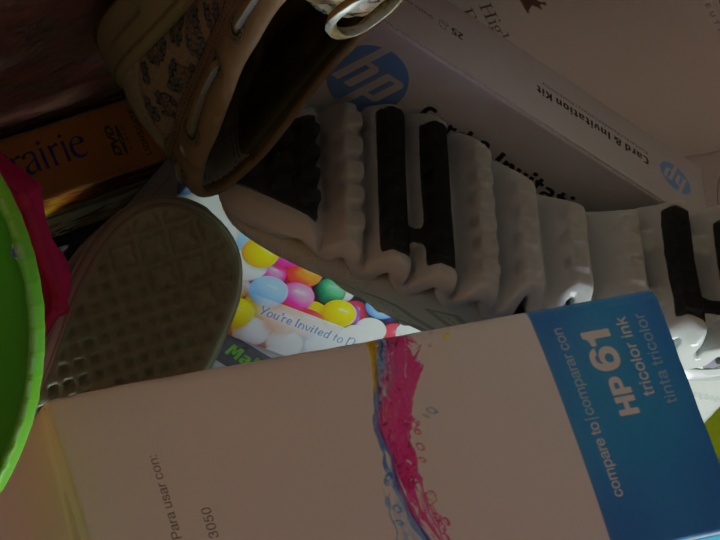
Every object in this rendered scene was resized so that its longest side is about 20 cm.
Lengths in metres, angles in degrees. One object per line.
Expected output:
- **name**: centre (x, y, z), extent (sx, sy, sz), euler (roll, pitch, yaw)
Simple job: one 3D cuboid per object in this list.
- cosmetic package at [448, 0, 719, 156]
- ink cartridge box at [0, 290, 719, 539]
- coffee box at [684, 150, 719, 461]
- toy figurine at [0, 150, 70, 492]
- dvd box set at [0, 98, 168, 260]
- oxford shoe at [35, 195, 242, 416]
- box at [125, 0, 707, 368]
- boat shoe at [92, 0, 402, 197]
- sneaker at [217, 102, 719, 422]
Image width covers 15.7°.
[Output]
- **cosmetic package**: centre (0.072, -0.062, 1.031), extent (0.200, 0.102, 0.074), euler (-21, 170, -35)
- **ink cartridge box**: centre (-0.012, 0.082, 0.783), extent (0.200, 0.085, 0.145), euler (-11, 161, -26)
- **coffee box**: centre (0.155, 0.077, 1.062), extent (0.198, 0.200, 0.200), euler (-12, 160, -49)
- **toy figurine**: centre (-0.159, 0.020, 0.748), extent (0.200, 0.150, 0.184), euler (-35, 180, 10)
- **dvd box set**: centre (-0.180, 0.000, 0.938), extent (0.200, 0.029, 0.146), euler (-21, 172, -28)
- **oxford shoe**: centre (-0.103, 0.065, 0.865), extent (0.200, 0.075, 0.058), euler (-60, -167, -2)
- **box**: centre (0.000, 0.000, 0.922), extent (0.200, 0.156, 0.041), euler (-45, -155, 30)
- **boat shoe**: centre (-0.009, -0.085, 0.750), extent (0.073, 0.063, 0.200), euler (-19, 170, -33)
- **sneaker**: centre (0.043, 0.007, 0.859), extent (0.200, 0.075, 0.081), euler (18, 136, -12)
